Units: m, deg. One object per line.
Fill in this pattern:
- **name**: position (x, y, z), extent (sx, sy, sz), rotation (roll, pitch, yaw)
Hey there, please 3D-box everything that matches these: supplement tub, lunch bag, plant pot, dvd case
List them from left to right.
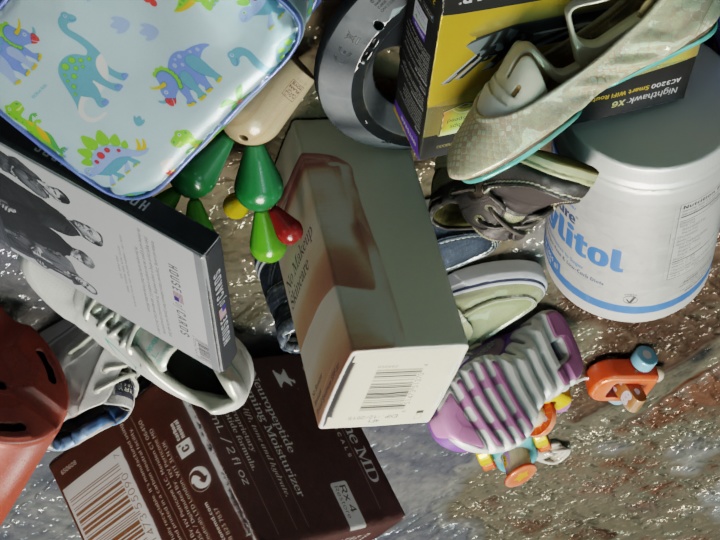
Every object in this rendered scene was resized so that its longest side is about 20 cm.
- **plant pot**: position (-0.327, 0.131, 1.429), extent (0.200, 0.201, 0.195), rotation (15, 129, -38)
- **dvd case**: position (-0.173, -0.021, 1.277), extent (0.025, 0.200, 0.150), rotation (-53, 161, -26)
- **lunch bag**: position (-0.133, -0.150, 1.133), extent (0.161, 0.083, 0.200), rotation (37, 127, -16)
- **supplement tub**: position (0.202, -0.065, 1.392), extent (0.132, 0.132, 0.200), rotation (-12, 146, -5)

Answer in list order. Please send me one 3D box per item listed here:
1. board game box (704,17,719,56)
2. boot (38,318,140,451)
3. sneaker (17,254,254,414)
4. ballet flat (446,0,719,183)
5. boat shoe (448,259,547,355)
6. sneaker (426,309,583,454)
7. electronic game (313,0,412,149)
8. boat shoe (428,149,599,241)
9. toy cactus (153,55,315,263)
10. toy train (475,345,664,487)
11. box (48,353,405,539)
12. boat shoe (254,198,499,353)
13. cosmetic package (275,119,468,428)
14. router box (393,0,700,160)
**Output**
- **board game box**: position (0.317, -0.153, 1.385), extent (0.134, 0.045, 0.200), rotation (-12, 147, -5)
- **boot**: position (-0.176, 0.063, 1.459), extent (0.200, 0.096, 0.073), rotation (-37, 141, 29)
- **sneaker**: position (-0.158, 0.034, 1.380), extent (0.200, 0.080, 0.071), rotation (35, 95, -9)
- **ballet flat**: position (0.127, -0.131, 1.183), extent (0.200, 0.067, 0.062), rotation (-33, 118, 7)
- **boat shoe**: position (0.064, 0.053, 1.572), extent (0.200, 0.062, 0.072), rotation (-22, 146, 10)
- **sneaker**: position (0.106, 0.102, 1.600), extent (0.088, 0.081, 0.200), rotation (-20, -172, 38)
- **electronic game**: position (0.064, -0.153, 1.284), extent (0.200, 0.042, 0.200), rotation (-17, 146, -12)
- **boat shoe**: position (0.102, -0.051, 1.322), extent (0.073, 0.065, 0.200), rotation (17, 177, -17)
- **toy cactus**: position (-0.099, -0.080, 1.283), extent (0.165, 0.102, 0.200), rotation (-45, 116, 11)
- **toy train**: position (0.191, 0.145, 1.768), extent (0.150, 0.056, 0.200), rotation (5, 142, -27)
- **box**: position (-0.107, 0.179, 1.550), extent (0.164, 0.166, 0.200), rotation (-38, 161, 30)
- **boat shoe**: position (0.024, 0.008, 1.464), extent (0.200, 0.091, 0.071), rotation (-12, 147, -5)
- **cosmetic package**: position (0.000, 0.000, 1.343), extent (0.087, 0.200, 0.103), rotation (-2, 143, -18)
- **router box**: position (0.126, -0.160, 1.229), extent (0.200, 0.052, 0.157), rotation (-14, 145, -15)
